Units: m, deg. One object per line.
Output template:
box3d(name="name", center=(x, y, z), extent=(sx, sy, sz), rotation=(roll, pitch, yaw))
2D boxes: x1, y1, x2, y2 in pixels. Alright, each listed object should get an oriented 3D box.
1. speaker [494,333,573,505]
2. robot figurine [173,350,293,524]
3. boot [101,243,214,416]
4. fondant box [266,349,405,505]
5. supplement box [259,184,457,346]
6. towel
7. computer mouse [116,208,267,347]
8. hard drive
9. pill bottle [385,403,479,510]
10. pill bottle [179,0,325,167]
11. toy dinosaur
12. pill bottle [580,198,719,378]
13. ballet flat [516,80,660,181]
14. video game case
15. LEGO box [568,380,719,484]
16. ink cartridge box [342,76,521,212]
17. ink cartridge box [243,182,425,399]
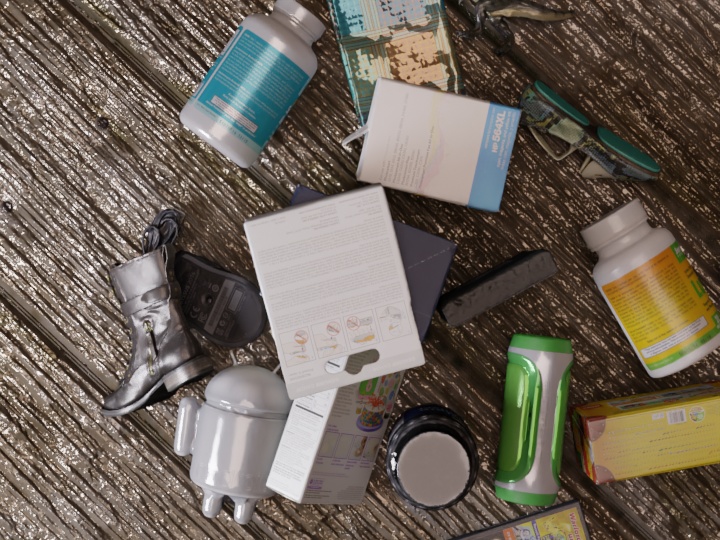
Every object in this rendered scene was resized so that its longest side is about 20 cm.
box3d(name="speaker", center=(0.214, 0.182, 1.569), extent=(0.087, 0.088, 0.203), rotation=(6, 90, 1))
box3d(name="robot figurine", center=(-0.145, 0.204, 1.563), extent=(0.167, 0.113, 0.203), rotation=(10, 90, -4))
box3d(name="boot", center=(-0.271, 0.074, 1.569), extent=(0.199, 0.069, 0.176), rotation=(-28, 83, 30))
box3d(name="fondant box", center=(-0.025, 0.179, 1.543), extent=(0.058, 0.144, 0.203), rotation=(20, 90, 32))
box3d(name="supplement box", center=(0.000, 0.000, 1.517), extent=(0.197, 0.200, 0.136), rotation=(21, 90, 1))
box3d(name="towel", center=(0.046, -0.282, 1.608), extent=(0.144, 0.022, 0.203), rotation=(-15, 90, 2))
box3d(name="computer mouse", center=(-0.197, 0.024, 1.600), extent=(0.198, 0.053, 0.140), rotation=(30, 93, 14))
box3d(name="hard drive", center=(0.157, 0.019, 1.514), extent=(0.138, 0.200, 0.033), rotation=(-28, 89, 1))
box3d(name="pill bottle", center=(0.085, 0.223, 1.514), extent=(0.110, 0.200, 0.114), rotation=(0, 89, 1))
box3d(name="pill bottle", center=(-0.126, -0.236, 1.566), extent=(0.110, 0.111, 0.201), rotation=(35, 91, 1))
box3d(name="toy dinosaur", center=(0.167, -0.322, 1.588), extent=(0.197, 0.047, 0.089), rotation=(21, 90, -9))
box3d(name="pill bottle", center=(0.354, 0.019, 1.554), extent=(0.110, 0.111, 0.202), rotation=(-31, 89, 1))
box3d(name="ballet flat", center=(0.278, -0.157, 1.588), extent=(0.199, 0.074, 0.075), rotation=(36, 90, 3))
box3d(name="video game case", center=(0.219, 0.411, 1.598), extent=(0.178, 0.026, 0.203), rotation=(-17, 88, 1))
box3d(name="LEGO box", center=(0.362, 0.193, 1.535), extent=(0.197, 0.149, 0.078), rotation=(-10, 90, 2))
box3d(name="ink cartridge box", center=(0.079, -0.157, 1.541), extent=(0.197, 0.129, 0.127), rotation=(13, 97, -3))
box3d(name="ink cartridge box", center=(-0.029, 0.021, 1.399), extent=(0.160, 0.057, 0.203), rotation=(-14, 97, 1))
